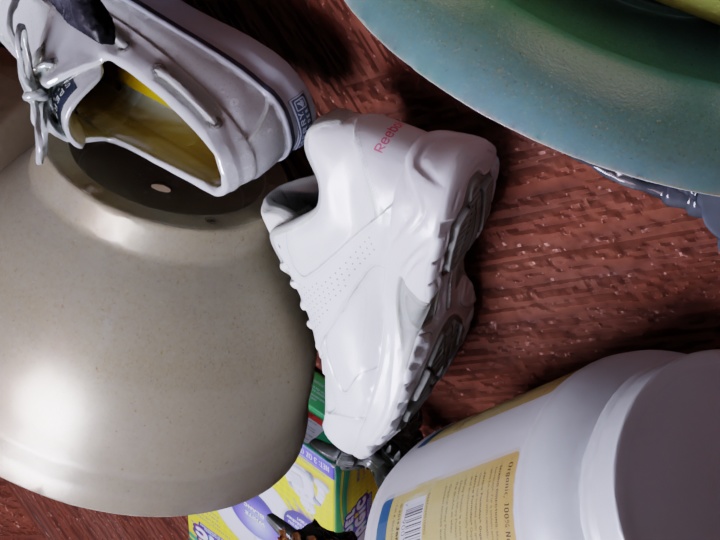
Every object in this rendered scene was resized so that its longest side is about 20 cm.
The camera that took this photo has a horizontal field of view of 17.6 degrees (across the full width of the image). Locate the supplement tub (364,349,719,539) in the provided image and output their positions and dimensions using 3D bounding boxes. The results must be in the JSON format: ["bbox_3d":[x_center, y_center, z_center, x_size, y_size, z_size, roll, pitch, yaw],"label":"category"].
[{"bbox_3d":[0.104,0.116,0.990,0.145,0.145,0.200,52,149,-5],"label":"supplement tub"}]

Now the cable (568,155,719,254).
[{"bbox_3d":[0.154,-0.020,0.810,0.200,0.051,0.163,33,-171,29],"label":"cable"}]

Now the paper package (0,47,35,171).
[{"bbox_3d":[-0.235,-0.037,1.286,0.199,0.103,0.191,21,140,36],"label":"paper package"}]

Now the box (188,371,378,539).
[{"bbox_3d":[-0.044,0.127,1.282,0.117,0.048,0.200,32,147,26],"label":"box"}]

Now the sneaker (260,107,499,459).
[{"bbox_3d":[0.000,0.000,1.054,0.099,0.078,0.201,27,135,15],"label":"sneaker"}]

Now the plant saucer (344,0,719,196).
[{"bbox_3d":[0.086,-0.091,0.756,0.200,0.200,0.028,34,123,22],"label":"plant saucer"}]

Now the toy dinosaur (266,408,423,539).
[{"bbox_3d":[0.031,0.140,1.117,0.136,0.102,0.200,43,175,39],"label":"toy dinosaur"}]

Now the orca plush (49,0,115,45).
[{"bbox_3d":[-0.084,-0.188,0.962,0.071,0.105,0.201,8,114,-9],"label":"orca plush"}]

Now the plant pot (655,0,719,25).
[{"bbox_3d":[0.096,-0.159,0.695,0.200,0.187,0.187,38,150,-9],"label":"plant pot"}]

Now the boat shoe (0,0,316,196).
[{"bbox_3d":[-0.122,-0.085,1.044,0.202,0.086,0.075,30,145,25],"label":"boat shoe"}]

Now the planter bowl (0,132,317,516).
[{"bbox_3d":[-0.107,0.002,1.107,0.200,0.200,0.135,32,123,25],"label":"planter bowl"}]
